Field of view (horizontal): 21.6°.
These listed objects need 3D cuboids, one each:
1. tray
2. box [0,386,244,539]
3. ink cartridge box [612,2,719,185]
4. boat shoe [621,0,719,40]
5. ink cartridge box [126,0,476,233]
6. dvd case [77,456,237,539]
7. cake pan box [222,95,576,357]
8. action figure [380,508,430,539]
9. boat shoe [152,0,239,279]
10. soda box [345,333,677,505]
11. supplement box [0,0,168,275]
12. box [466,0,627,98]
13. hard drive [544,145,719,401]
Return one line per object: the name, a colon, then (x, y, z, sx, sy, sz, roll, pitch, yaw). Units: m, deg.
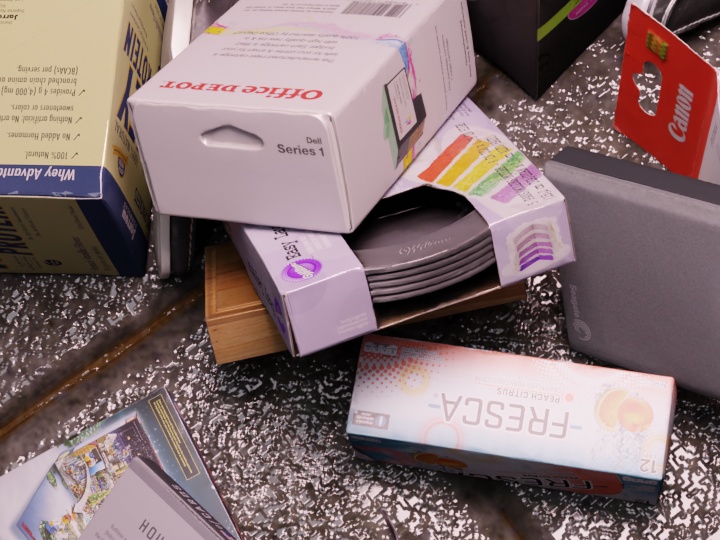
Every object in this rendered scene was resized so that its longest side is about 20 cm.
tray: (0.000, 0.000, 1.209, 0.198, 0.037, 0.099, -13, 28, 2)
box: (-0.136, 0.193, 1.177, 0.136, 0.038, 0.201, -27, 69, -4)
ink cartridge box: (0.220, -0.052, 1.165, 0.050, 0.163, 0.200, -43, 71, -15)
boat shoe: (0.261, -0.211, 1.270, 0.199, 0.074, 0.068, -39, 55, -19)
ink cartridge box: (-0.032, -0.112, 1.190, 0.143, 0.085, 0.200, 6, 34, 26)
dvd case: (-0.135, 0.234, 1.110, 0.150, 0.025, 0.201, 39, 97, 26)
cake pan box: (0.016, -0.033, 1.173, 0.182, 0.053, 0.200, -19, 30, -7)
action figure: (0.008, 0.243, 1.103, 0.118, 0.102, 0.202, 30, 75, -29)
boat shoe: (-0.106, -0.092, 1.268, 0.060, 0.074, 0.202, 6, 74, -12)
soda box: (0.094, 0.093, 1.177, 0.198, 0.064, 0.069, 8, 70, 10)
supplement box: (-0.240, -0.115, 1.254, 0.197, 0.134, 0.202, 1, 69, 7)
box: (0.139, -0.247, 1.256, 0.124, 0.149, 0.200, 40, 78, 17)
hard drive: (0.202, 0.011, 1.121, 0.199, 0.141, 0.033, 19, 43, 40)
